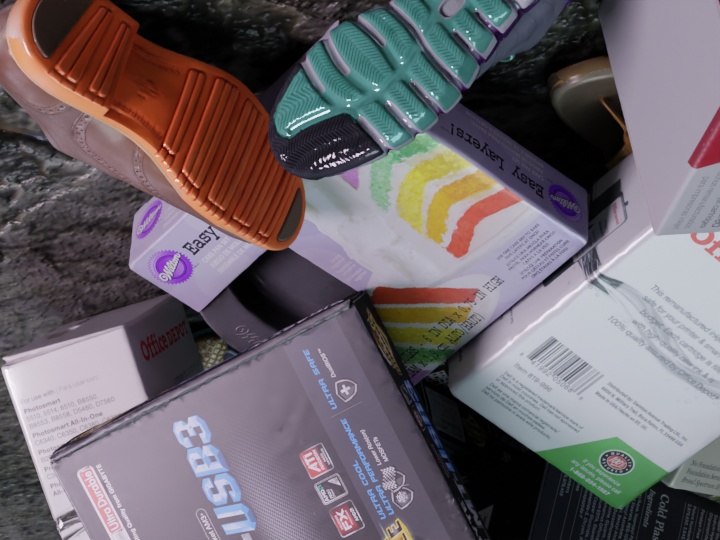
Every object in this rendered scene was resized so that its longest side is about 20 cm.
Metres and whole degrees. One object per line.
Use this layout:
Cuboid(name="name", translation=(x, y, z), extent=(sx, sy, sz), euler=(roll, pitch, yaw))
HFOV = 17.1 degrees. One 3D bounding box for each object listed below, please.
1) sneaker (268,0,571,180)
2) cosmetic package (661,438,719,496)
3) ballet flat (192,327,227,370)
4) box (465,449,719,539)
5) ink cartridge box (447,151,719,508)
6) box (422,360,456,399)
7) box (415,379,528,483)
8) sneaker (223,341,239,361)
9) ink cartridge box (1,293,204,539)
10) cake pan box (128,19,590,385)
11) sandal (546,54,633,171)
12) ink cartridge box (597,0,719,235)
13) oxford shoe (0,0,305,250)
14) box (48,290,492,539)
Cuboid(name="sneaker", translation=(0.047, -0.108, 1.208), extent=(0.200, 0.075, 0.087), euler=(-39, 155, 13))
Cuboid(name="cosmetic package", translation=(0.241, 0.036, 1.469), extent=(0.105, 0.071, 0.201), euler=(13, 109, -47))
Cuboid(name="ballet flat", translation=(-0.130, 0.109, 1.594), extent=(0.070, 0.066, 0.200), euler=(7, 147, -30))
Cuboid(name="box", translation=(0.151, 0.204, 1.527), extent=(0.181, 0.105, 0.200), euler=(21, 157, -13))
Cuboid(name="ink cartridge box", translation=(0.167, 0.024, 1.360), extent=(0.146, 0.083, 0.200), euler=(36, 121, -25))
Cuboid(name="box", translation=(0.023, 0.070, 1.595), extent=(0.159, 0.050, 0.200), euler=(-14, 152, 12))
Cuboid(name="box", translation=(0.003, 0.147, 1.633), extent=(0.199, 0.046, 0.159), euler=(-24, 150, 24))
Cuboid(name="sneaker", translation=(-0.043, 0.076, 1.427), extent=(0.078, 0.200, 0.086), euler=(-41, 138, 12))
Cuboid(name="ink cartridge box", translation=(-0.129, 0.125, 1.437), extent=(0.084, 0.201, 0.146), euler=(-17, -175, 10))
Cuboid(name="cake pan box", translation=(-0.004, -0.022, 1.328), extent=(0.184, 0.052, 0.200), euler=(35, 126, -23))
Cuboid(name="sandal", translation=(0.169, -0.067, 1.381), extent=(0.080, 0.054, 0.200), euler=(-19, 148, 14))
Cuboid(name="ink cartridge box", translation=(0.246, -0.117, 1.220), extent=(0.199, 0.145, 0.146), euler=(-4, 151, -14))
Cuboid(name="oxford shoe", translation=(-0.111, -0.076, 1.230), extent=(0.200, 0.072, 0.073), euler=(40, 149, -27))
Cuboid(name="box", translation=(-0.041, 0.143, 1.328), extent=(0.198, 0.201, 0.050), euler=(-26, -177, 11))
